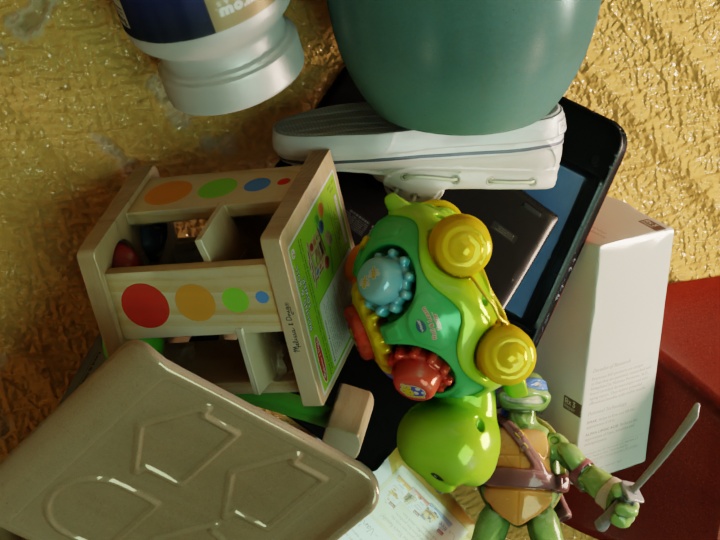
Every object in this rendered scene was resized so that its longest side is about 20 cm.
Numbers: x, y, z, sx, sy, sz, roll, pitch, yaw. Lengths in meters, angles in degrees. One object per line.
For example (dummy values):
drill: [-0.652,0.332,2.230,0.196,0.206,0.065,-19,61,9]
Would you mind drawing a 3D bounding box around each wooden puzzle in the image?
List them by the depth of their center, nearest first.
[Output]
wooden puzzle: [-0.117,0.137,1.432,0.200,0.046,0.185,33,122,-24]

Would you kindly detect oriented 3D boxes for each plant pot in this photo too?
plant pot: [0.068,-0.184,1.455,0.200,0.201,0.161,-13,118,-25]
plant pot: [0.288,0.132,1.747,0.200,0.176,0.200,-7,115,-27]

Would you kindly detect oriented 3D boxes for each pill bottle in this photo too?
pill bottle: [-0.108,-0.205,1.395,0.116,0.116,0.200,-30,124,-16]

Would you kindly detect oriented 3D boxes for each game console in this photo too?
game console: [0.064,-0.048,1.573,0.119,0.172,0.200,4,112,-60]

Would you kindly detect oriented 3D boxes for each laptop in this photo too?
laptop: [0.000,0.000,1.558,0.187,0.116,0.200,36,65,-6]

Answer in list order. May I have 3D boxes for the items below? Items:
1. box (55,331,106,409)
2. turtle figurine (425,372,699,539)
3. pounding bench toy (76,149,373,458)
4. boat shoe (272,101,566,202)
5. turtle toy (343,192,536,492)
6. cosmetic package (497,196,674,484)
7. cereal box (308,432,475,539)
box: [-0.130,0.153,1.533,0.200,0.041,0.156,40,64,-25]
turtle figurine: [0.118,0.172,1.568,0.144,0.200,0.194,2,93,-33]
pounding bench toy: [-0.087,0.040,1.468,0.156,0.124,0.200,-4,119,19]
boat shoe: [0.041,-0.074,1.494,0.200,0.074,0.067,-3,113,-2]
turtle toy: [0.049,0.045,1.430,0.101,0.146,0.200,-22,98,-4]
cosmetic package: [0.163,0.046,1.669,0.081,0.113,0.200,-15,118,-34]
cereal box: [-0.028,0.209,1.646,0.200,0.040,0.144,-41,99,-7]
